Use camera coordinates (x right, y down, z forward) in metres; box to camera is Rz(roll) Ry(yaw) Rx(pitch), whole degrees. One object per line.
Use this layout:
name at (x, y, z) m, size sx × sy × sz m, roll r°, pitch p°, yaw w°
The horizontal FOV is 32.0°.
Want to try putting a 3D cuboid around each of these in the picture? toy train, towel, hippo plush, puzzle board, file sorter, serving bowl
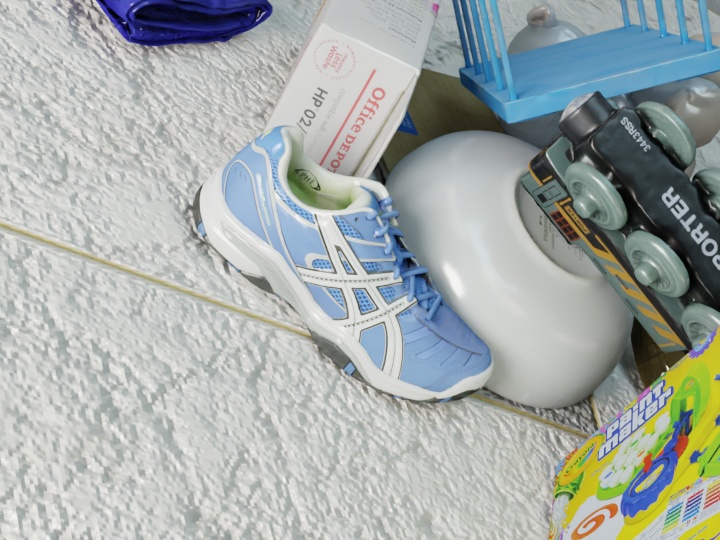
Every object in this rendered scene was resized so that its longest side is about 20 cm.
toy train at (0.180, -0.017, 0.750) m, size 0.085 × 0.114 × 0.200 m, roll -41°, pitch 93°, yaw -13°
towel at (-0.163, -0.229, 0.833) m, size 0.200 × 0.050 × 0.147 m, roll 51°, pitch 28°, yaw 14°
hippo plush at (0.196, -0.152, 0.996) m, size 0.160 × 0.160 × 0.201 m, roll 26°, pitch 54°, yaw -3°
puzzle board at (0.064, -0.077, 0.913) m, size 0.150 × 0.017 × 0.201 m, roll 8°, pitch 46°, yaw -38°
file sorter at (0.135, -0.186, 0.836) m, size 0.200 × 0.137 × 0.124 m, roll -104°, pitch 180°, yaw -74°
serving bowl at (0.111, -0.014, 0.821) m, size 0.199 × 0.066 × 0.201 m, roll 24°, pitch 46°, yaw -28°

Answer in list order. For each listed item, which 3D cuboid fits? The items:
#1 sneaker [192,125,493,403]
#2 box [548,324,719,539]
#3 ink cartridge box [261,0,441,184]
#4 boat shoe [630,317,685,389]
sneaker at (0.000, 0.000, 0.711) m, size 0.199 × 0.077 × 0.076 m, roll 37°, pitch 33°, yaw -9°
box at (0.199, 0.141, 0.643) m, size 0.122 × 0.200 × 0.193 m, roll 34°, pitch 36°, yaw -11°
ink cartridge box at (-0.006, -0.128, 0.799) m, size 0.067 × 0.115 × 0.201 m, roll 26°, pitch 40°, yaw -8°
boat shoe at (0.258, 0.097, 0.870) m, size 0.201 × 0.073 × 0.063 m, roll 56°, pitch 26°, yaw 18°
